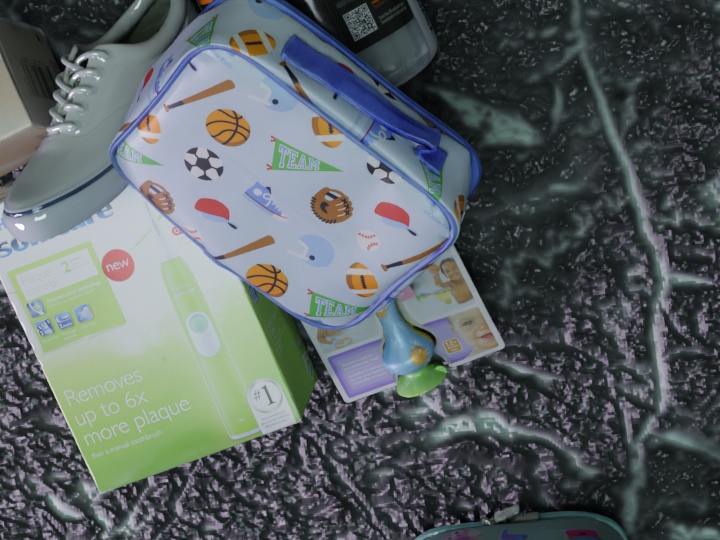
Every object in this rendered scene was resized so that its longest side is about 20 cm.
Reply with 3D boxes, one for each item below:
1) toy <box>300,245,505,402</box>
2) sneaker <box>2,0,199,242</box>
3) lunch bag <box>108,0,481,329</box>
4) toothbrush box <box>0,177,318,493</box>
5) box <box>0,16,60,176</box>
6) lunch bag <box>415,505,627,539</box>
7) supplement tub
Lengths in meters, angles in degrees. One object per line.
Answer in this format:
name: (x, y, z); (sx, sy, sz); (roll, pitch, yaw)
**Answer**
toy: (0.000, 0.000, 1.475); (0.115, 0.047, 0.200); (-20, 122, 16)
sneaker: (-0.160, -0.100, 1.426); (0.073, 0.200, 0.071); (-1, 131, 37)
lunch bag: (-0.032, -0.062, 1.358); (0.200, 0.076, 0.160); (35, 134, -12)
toothbrush box: (-0.134, 0.019, 1.508); (0.145, 0.086, 0.200); (-20, 102, 12)
box: (-0.286, -0.080, 1.485); (0.200, 0.095, 0.078); (-25, 84, 15)
lunch bag: (0.106, 0.253, 1.546); (0.160, 0.077, 0.201); (-7, 106, 10)
supplement tub: (-0.046, -0.193, 1.414); (0.122, 0.123, 0.200); (-23, 103, 13)
